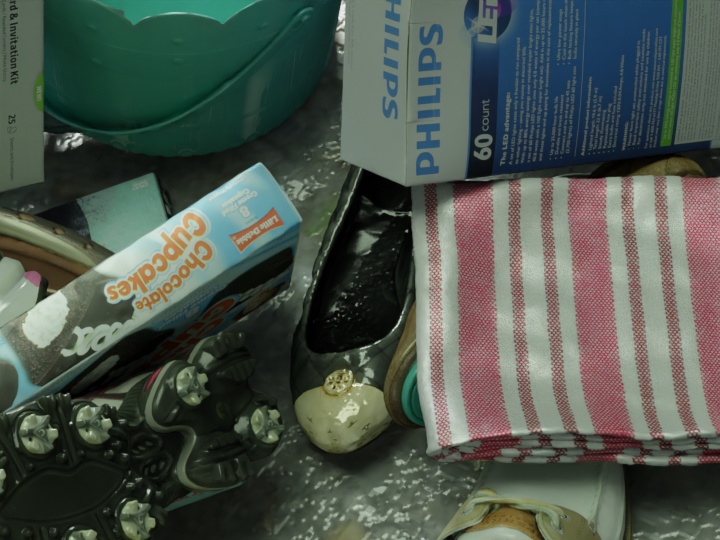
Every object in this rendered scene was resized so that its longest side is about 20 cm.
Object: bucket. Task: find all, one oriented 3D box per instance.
[{"bbox_3d":[-0.098,-0.168,1.203,0.205,0.135,0.208,2,57,-2],"label":"bucket"}]

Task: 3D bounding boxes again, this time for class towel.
[{"bbox_3d":[0.122,0.016,1.019,0.198,0.030,0.147,0,54,-5],"label":"towel"}]

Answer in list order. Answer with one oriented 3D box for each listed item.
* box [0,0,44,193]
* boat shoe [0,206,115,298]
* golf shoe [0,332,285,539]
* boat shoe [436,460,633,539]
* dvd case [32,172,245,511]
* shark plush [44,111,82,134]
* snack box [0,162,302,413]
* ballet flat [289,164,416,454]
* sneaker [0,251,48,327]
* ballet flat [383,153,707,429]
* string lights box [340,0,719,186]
[{"bbox_3d":[-0.200,-0.159,1.123,0.041,0.201,0.156,-14,38,-28],"label":"box"},{"bbox_3d":[-0.204,-0.001,1.149,0.199,0.076,0.072,14,89,16],"label":"boat shoe"},{"bbox_3d":[-0.119,0.090,0.995,0.088,0.078,0.199,-22,-1,40],"label":"golf shoe"},{"bbox_3d":[0.069,0.126,0.981,0.074,0.069,0.201,2,51,17],"label":"boat shoe"},{"bbox_3d":[-0.146,0.047,1.142,0.145,0.022,0.201,-19,50,0],"label":"dvd case"},{"bbox_3d":[-0.229,-0.067,1.260,0.198,0.091,0.084,-2,68,-11],"label":"shark plush"},{"bbox_3d":[-0.119,0.033,1.055,0.199,0.116,0.037,-33,80,-12],"label":"snack box"},{"bbox_3d":[0.000,0.000,1.115,0.066,0.057,0.201,-2,51,16],"label":"ballet flat"},{"bbox_3d":[-0.242,0.041,1.094,0.200,0.086,0.080,-40,8,9],"label":"sneaker"},{"bbox_3d":[0.075,0.000,1.089,0.200,0.068,0.072,-36,45,-18],"label":"ballet flat"},{"bbox_3d":[0.091,-0.103,1.072,0.199,0.104,0.059,-7,19,-31],"label":"string lights box"}]
